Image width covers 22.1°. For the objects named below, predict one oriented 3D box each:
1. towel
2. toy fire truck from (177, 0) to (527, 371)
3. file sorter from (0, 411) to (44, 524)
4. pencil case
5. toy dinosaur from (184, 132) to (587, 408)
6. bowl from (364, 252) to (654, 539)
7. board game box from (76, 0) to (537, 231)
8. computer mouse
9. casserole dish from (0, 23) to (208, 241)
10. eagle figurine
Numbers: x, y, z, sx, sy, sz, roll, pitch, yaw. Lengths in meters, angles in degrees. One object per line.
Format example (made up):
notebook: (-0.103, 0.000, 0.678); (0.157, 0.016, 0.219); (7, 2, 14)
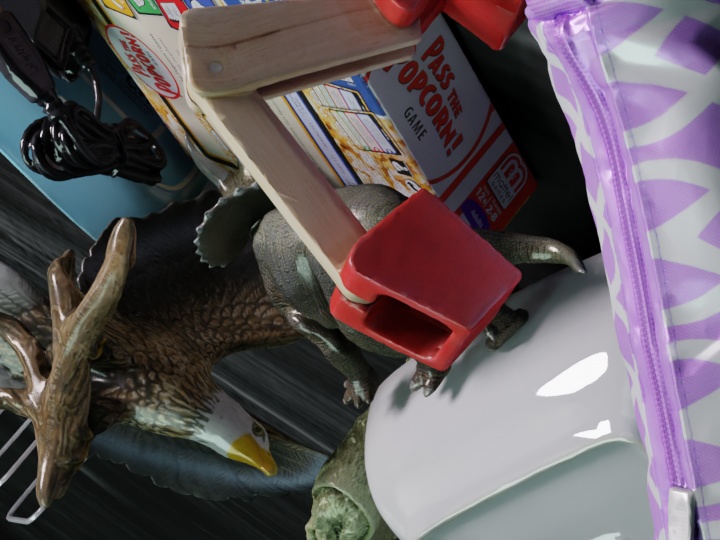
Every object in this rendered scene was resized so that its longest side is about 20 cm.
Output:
towel: (0.027, 0.095, 0.916); (0.036, 0.149, 0.200); (33, 157, 15)
toy fire truck: (-0.010, -0.081, 0.589); (0.200, 0.141, 0.049); (38, 161, 6)
file sorter: (-0.363, 0.136, 1.800); (0.200, 0.125, 0.139); (45, 160, -12)
pencil case: (0.101, 0.009, 0.530); (0.084, 0.085, 0.202); (-14, 88, 63)
toy dinosaur: (0.000, 0.000, 0.716); (0.102, 0.077, 0.200); (42, 165, -31)
bowl: (0.111, 0.102, 0.746); (0.200, 0.075, 0.200); (45, 130, -17)
board game box: (-0.037, -0.091, 0.769); (0.199, 0.046, 0.152); (21, 154, 45)
computer mouse: (-0.157, -0.117, 0.784); (0.201, 0.046, 0.140); (62, -171, 0)
casserole dish: (-0.139, -0.093, 0.885); (0.039, 0.121, 0.200); (-36, 105, 31)
eagle figurine: (-0.081, 0.046, 0.842); (0.151, 0.200, 0.152); (-28, 82, 28)
